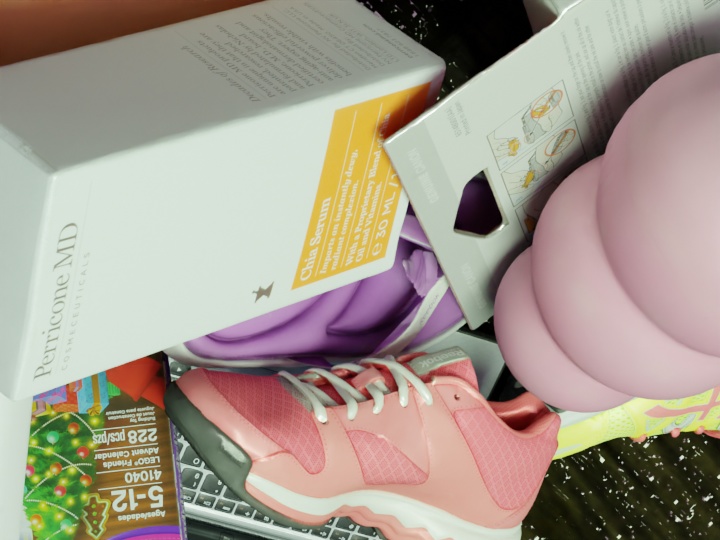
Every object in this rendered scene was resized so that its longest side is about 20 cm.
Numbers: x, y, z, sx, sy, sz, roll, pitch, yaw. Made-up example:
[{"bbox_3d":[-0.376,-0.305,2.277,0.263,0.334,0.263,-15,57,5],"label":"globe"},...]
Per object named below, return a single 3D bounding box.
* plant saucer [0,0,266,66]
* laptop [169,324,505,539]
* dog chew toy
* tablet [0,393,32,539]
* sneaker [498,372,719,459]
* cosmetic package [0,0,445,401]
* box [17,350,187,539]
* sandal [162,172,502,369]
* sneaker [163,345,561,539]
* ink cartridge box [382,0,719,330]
[{"bbox_3d":[-0.095,-0.071,1.035,0.200,0.037,0.200,-23,136,-23],"label":"plant saucer"},{"bbox_3d":[-0.038,0.116,1.126,0.187,0.116,0.200,17,109,-23],"label":"laptop"},{"bbox_3d":[0.127,-0.005,1.059,0.124,0.125,0.200,24,143,-24],"label":"dog chew toy"},{"bbox_3d":[-0.181,0.047,0.980,0.130,0.014,0.201,-2,104,-36],"label":"tablet"},{"bbox_3d":[0.159,0.050,1.190,0.200,0.078,0.090,-24,117,-9],"label":"sneaker"},{"bbox_3d":[-0.067,-0.034,0.978,0.200,0.071,0.102,-20,136,-41],"label":"cosmetic package"},{"bbox_3d":[-0.173,0.095,1.064,0.199,0.039,0.137,-6,82,-3],"label":"box"},{"bbox_3d":[0.001,0.007,1.099,0.202,0.050,0.083,-16,109,-38],"label":"sandal"},{"bbox_3d":[0.004,0.061,1.079,0.200,0.074,0.087,21,107,-40],"label":"sneaker"},{"bbox_3d":[0.090,-0.074,1.076,0.176,0.045,0.200,-34,154,-3],"label":"ink cartridge box"}]
